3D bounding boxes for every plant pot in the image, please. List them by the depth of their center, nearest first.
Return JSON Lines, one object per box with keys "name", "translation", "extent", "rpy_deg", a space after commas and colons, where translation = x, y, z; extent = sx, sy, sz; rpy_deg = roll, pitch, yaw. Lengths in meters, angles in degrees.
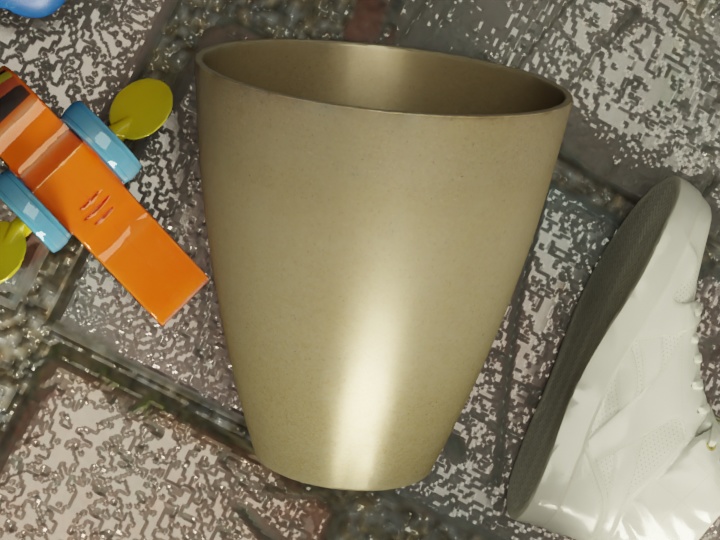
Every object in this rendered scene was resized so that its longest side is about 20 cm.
{"name": "plant pot", "translation": [0.000, 0.000, 1.057], "extent": [0.186, 0.187, 0.201], "rpy_deg": [4, 105, -10]}

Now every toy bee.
{"name": "toy bee", "translation": [-0.155, -0.065, 1.065], "extent": [0.130, 0.109, 0.201], "rpy_deg": [-26, 120, -16]}

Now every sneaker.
{"name": "sneaker", "translation": [0.168, 0.059, 1.132], "extent": [0.115, 0.074, 0.201], "rpy_deg": [22, 98, -11]}

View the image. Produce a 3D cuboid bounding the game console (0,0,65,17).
{"name": "game console", "translation": [-0.206, -0.247, 1.021], "extent": [0.199, 0.119, 0.171], "rpy_deg": [21, 120, -20]}
